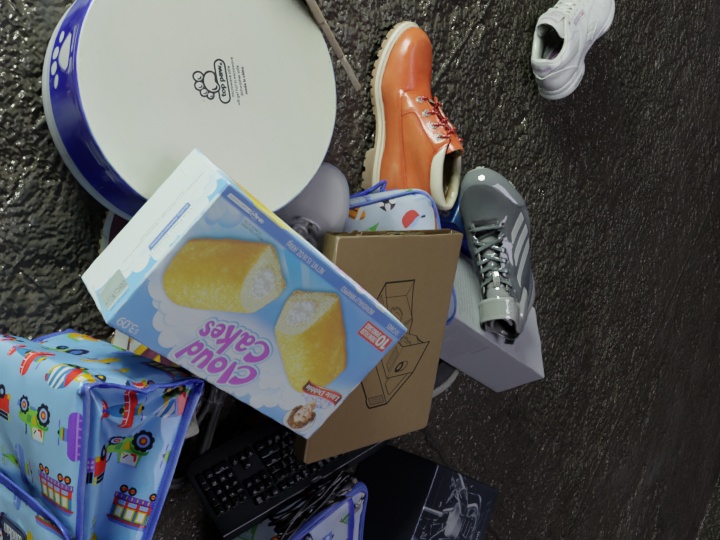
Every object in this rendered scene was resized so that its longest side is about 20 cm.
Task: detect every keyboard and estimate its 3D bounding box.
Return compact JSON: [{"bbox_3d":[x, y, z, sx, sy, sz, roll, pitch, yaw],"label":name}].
[{"bbox_3d":[-0.048,0.172,0.747,0.200,0.104,0.040,-25,165,-33],"label":"keyboard"}]

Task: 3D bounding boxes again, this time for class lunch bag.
[{"bbox_3d":[0.000,0.000,0.802,0.200,0.076,0.160,-16,93,-34],"label":"lunch bag"},{"bbox_3d":[-0.205,0.153,0.562,0.094,0.151,0.200,7,95,-53],"label":"lunch bag"},{"bbox_3d":[-0.059,0.290,0.820,0.160,0.076,0.200,-27,134,-42],"label":"lunch bag"}]

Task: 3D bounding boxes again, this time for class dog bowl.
[{"bbox_3d":[-0.119,-0.129,0.599,0.200,0.079,0.200,0,89,-35],"label":"dog bowl"}]

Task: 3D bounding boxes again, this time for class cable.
[{"bbox_3d":[-0.135,0.094,0.736,0.097,0.050,0.200,5,105,-45],"label":"cable"}]

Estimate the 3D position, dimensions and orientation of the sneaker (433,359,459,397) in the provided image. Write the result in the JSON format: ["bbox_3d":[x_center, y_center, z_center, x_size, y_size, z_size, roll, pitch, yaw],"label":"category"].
[{"bbox_3d":[0.051,0.093,0.940,0.200,0.075,0.106,-30,124,-43],"label":"sneaker"}]

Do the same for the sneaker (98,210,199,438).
[{"bbox_3d":[-0.151,0.033,0.646,0.075,0.090,0.200,-15,112,-50],"label":"sneaker"}]

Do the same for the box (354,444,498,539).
[{"bbox_3d":[0.060,0.331,0.999,0.182,0.104,0.200,35,72,-50],"label":"box"}]

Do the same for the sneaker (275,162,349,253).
[{"bbox_3d":[-0.057,-0.007,0.685,0.073,0.071,0.200,29,71,-14],"label":"sneaker"}]

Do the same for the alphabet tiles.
[{"bbox_3d":[-0.063,-0.256,0.645,0.008,0.167,0.200,-28,134,6],"label":"alphabet tiles"}]

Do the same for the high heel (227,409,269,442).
[{"bbox_3d":[-0.064,0.119,0.807,0.200,0.067,0.096,-54,149,-9],"label":"high heel"}]

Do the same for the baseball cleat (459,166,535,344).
[{"bbox_3d":[0.147,-0.007,0.864,0.106,0.070,0.200,-70,144,-46],"label":"baseball cleat"}]

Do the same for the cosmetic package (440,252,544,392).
[{"bbox_3d":[0.131,0.058,0.964,0.200,0.071,0.101,33,44,-38],"label":"cosmetic package"}]

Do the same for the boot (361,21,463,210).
[{"bbox_3d":[0.067,-0.159,0.863,0.075,0.107,0.200,-8,105,-49],"label":"boot"}]

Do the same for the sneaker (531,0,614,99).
[{"bbox_3d":[0.289,-0.338,1.122,0.100,0.075,0.200,38,70,-52],"label":"sneaker"}]

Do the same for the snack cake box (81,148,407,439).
[{"bbox_3d":[-0.073,0.024,0.572,0.115,0.067,0.200,-49,131,1],"label":"snack cake box"}]

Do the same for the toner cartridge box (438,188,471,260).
[{"bbox_3d":[0.118,-0.035,0.974,0.200,0.095,0.043,40,67,-50],"label":"toner cartridge box"}]

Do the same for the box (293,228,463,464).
[{"bbox_3d":[0.019,0.062,0.735,0.163,0.021,0.200,-4,108,-44],"label":"box"}]
